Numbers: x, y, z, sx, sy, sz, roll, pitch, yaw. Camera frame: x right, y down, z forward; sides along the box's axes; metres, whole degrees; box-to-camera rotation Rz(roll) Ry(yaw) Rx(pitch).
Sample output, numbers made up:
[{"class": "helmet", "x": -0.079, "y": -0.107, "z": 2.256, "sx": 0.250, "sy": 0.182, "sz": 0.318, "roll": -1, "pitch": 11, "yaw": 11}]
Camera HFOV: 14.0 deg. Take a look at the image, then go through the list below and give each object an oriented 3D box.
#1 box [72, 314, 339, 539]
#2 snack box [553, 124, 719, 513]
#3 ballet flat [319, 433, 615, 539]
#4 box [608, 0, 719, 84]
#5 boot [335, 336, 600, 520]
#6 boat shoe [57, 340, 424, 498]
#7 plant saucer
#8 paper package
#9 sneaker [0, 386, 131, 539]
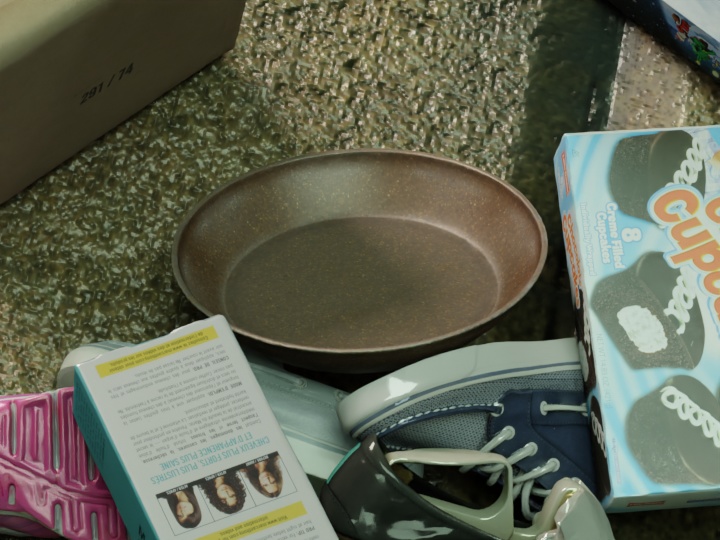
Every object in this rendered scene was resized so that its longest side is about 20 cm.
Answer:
[{"class": "box", "x": -0.064, "y": 0.123, "z": 1.410, "sx": 0.082, "sy": 0.049, "sz": 0.201, "roll": -19, "pitch": 62, "yaw": -18}, {"class": "snack box", "x": 0.172, "y": 0.023, "z": 1.536, "sx": 0.116, "sy": 0.037, "sz": 0.201, "roll": -4, "pitch": 71, "yaw": -8}, {"class": "ballet flat", "x": 0.078, "y": 0.133, "z": 1.479, "sx": 0.199, "sy": 0.068, "sz": 0.069, "roll": 19, "pitch": 99, "yaw": -15}, {"class": "box", "x": 0.227, "y": -0.176, "z": 1.692, "sx": 0.200, "sy": 0.038, "sz": 0.137, "roll": 39, "pitch": 65, "yaw": 18}, {"class": "boot", "x": 0.082, "y": 0.089, "z": 1.529, "sx": 0.199, "sy": 0.073, "sz": 0.091, "roll": -8, "pitch": 70, "yaw": -38}, {"class": "boat shoe", "x": -0.059, "y": 0.074, "z": 1.547, "sx": 0.200, "sy": 0.070, "sz": 0.072, "roll": 22, "pitch": 55, "yaw": -5}, {"class": "plant saucer", "x": 0.000, "y": 0.000, "z": 1.558, "sx": 0.199, "sy": 0.037, "sz": 0.201, "roll": -2, "pitch": 33, "yaw": 2}, {"class": "paper package", "x": -0.160, "y": -0.143, "z": 1.548, "sx": 0.200, "sy": 0.191, "sz": 0.104, "roll": -35, "pitch": 77, "yaw": -22}, {"class": "sneaker", "x": -0.178, "y": 0.096, "z": 1.499, "sx": 0.199, "sy": 0.088, "sz": 0.082, "roll": 7, "pitch": 84, "yaw": -11}]
